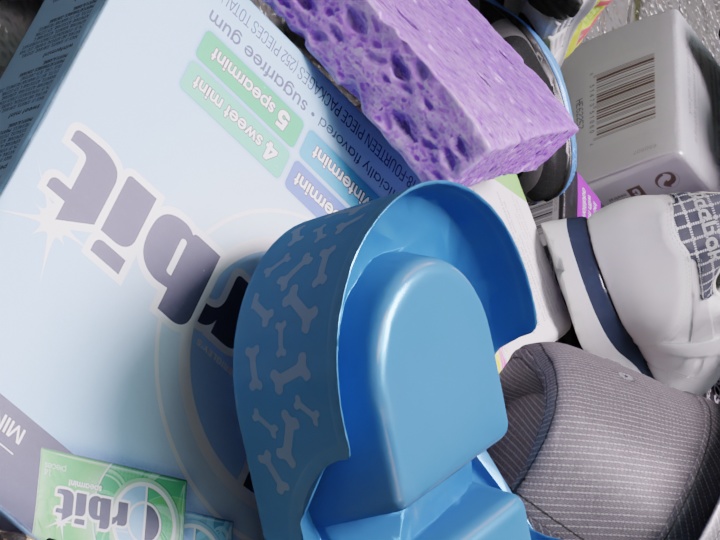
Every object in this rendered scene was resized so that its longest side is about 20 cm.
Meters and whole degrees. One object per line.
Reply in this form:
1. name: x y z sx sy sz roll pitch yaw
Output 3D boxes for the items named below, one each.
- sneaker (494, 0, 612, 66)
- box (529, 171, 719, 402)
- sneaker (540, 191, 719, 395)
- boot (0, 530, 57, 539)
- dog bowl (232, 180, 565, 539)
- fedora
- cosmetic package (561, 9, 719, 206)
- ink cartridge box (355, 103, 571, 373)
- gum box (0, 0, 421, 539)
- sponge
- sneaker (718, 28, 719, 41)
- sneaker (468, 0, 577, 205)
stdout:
1. sneaker: 0.091 -0.140 1.248 0.078 0.090 0.200 50 -14 -3
2. box: 0.127 0.065 1.315 0.200 0.036 0.144 49 34 -38
3. sneaker: 0.139 0.012 1.226 0.077 0.080 0.200 69 12 14
4. boot: -0.113 0.139 0.780 0.200 0.073 0.151 48 35 -42
5. dog bowl: 0.015 0.072 0.903 0.111 0.049 0.201 -31 113 -51
6. fedora: 0.069 0.088 1.039 0.090 0.177 0.200 35 9 -4
7. cosmetic package: 0.172 -0.023 1.419 0.200 0.074 0.102 49 33 -38
8. ink cartridge box: 0.000 0.000 1.090 0.200 0.067 0.118 -25 95 -64
9. gum box: -0.059 0.017 0.911 0.170 0.044 0.201 44 54 -28
10. sponge: 0.019 -0.080 1.034 0.112 0.030 0.200 48 12 5
11. sneaker: 0.227 -0.054 1.317 0.200 0.071 0.080 44 -1 46
12. sneaker: 0.016 -0.103 1.197 0.200 0.071 0.083 54 33 -15
